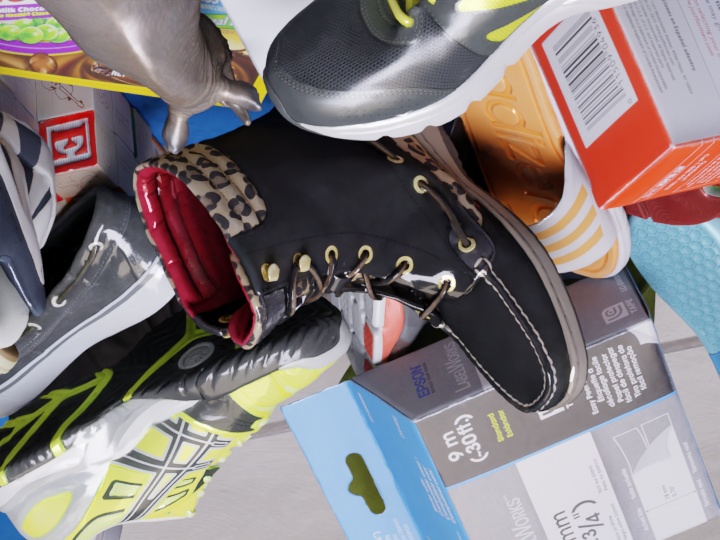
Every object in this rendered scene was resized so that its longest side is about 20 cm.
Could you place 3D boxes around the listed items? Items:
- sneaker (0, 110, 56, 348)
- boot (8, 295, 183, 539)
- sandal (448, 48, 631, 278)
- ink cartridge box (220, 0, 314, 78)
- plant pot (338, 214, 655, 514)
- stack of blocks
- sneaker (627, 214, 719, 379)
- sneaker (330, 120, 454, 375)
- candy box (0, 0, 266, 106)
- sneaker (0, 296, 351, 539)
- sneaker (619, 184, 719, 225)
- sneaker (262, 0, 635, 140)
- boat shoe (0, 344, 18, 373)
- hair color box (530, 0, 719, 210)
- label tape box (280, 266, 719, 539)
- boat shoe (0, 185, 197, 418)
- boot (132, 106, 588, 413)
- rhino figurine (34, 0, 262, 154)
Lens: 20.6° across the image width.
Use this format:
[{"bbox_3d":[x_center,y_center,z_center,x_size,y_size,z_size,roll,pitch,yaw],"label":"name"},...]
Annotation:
[{"bbox_3d":[-0.168,-0.009,0.825,0.079,0.131,0.199,-3,157,-6],"label":"sneaker"},{"bbox_3d":[-0.113,0.045,1.035,0.131,0.202,0.070,-17,156,31],"label":"boot"},{"bbox_3d":[0.069,-0.051,0.965,0.079,0.059,0.207,12,149,35],"label":"sandal"},{"bbox_3d":[0.026,-0.161,0.752,0.195,0.044,0.200,-20,157,5],"label":"ink cartridge box"},{"bbox_3d":[0.093,0.048,1.161,0.185,0.188,0.201,1,140,-18],"label":"plant pot"},{"bbox_3d":[-0.175,-0.059,0.950,0.114,0.059,0.200,-11,156,11],"label":"stack of blocks"},{"bbox_3d":[0.231,0.000,1.078,0.079,0.131,0.201,-17,120,40],"label":"sneaker"},{"bbox_3d":[0.033,-0.004,1.069,0.081,0.077,0.201,-13,138,-17],"label":"sneaker"},{"bbox_3d":[-0.116,-0.122,0.833,0.198,0.027,0.103,6,135,-28],"label":"candy box"},{"bbox_3d":[-0.088,0.074,0.972,0.199,0.076,0.077,-27,115,14],"label":"sneaker"},{"bbox_3d":[0.180,-0.085,0.975,0.199,0.116,0.079,20,153,35],"label":"sneaker"},{"bbox_3d":[0.047,-0.123,0.728,0.199,0.075,0.085,-29,148,1],"label":"sneaker"},{"bbox_3d":[-0.247,0.002,0.921,0.199,0.065,0.072,34,175,12],"label":"boat shoe"},{"bbox_3d":[0.173,-0.097,0.841,0.198,0.102,0.061,-12,162,-30],"label":"hair color box"},{"bbox_3d":[0.077,0.103,1.062,0.198,0.063,0.145,-23,123,3],"label":"label tape box"},{"bbox_3d":[-0.158,0.012,0.975,0.056,0.069,0.199,30,137,-31],"label":"boat shoe"},{"bbox_3d":[0.000,0.000,0.909,0.150,0.201,0.073,-24,165,-38],"label":"boot"},{"bbox_3d":[-0.093,-0.113,0.762,0.059,0.088,0.200,-28,139,10],"label":"rhino figurine"}]
